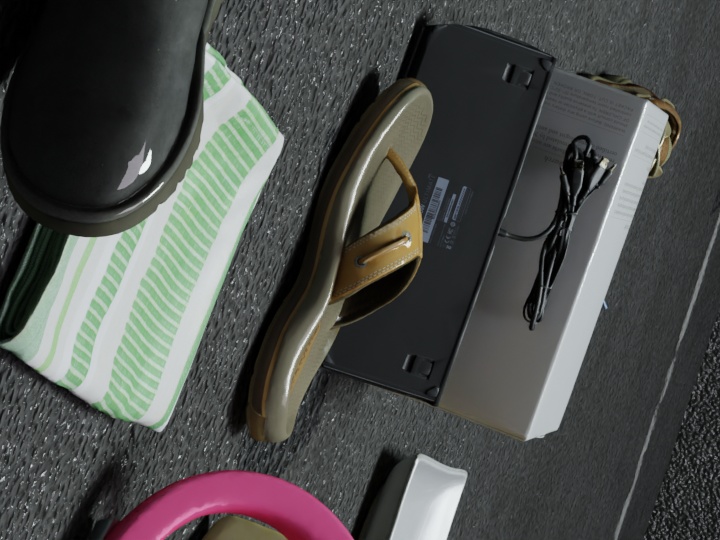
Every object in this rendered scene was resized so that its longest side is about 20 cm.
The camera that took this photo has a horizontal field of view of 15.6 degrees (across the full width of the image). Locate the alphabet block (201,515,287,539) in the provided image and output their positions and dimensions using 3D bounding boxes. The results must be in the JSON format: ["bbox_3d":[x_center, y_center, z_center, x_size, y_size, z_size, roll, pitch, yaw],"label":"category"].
[{"bbox_3d":[-0.037,0.276,1.293,0.200,0.195,0.197,-55,162,-50],"label":"alphabet block"}]

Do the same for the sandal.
[{"bbox_3d":[0.000,0.000,1.336,0.080,0.054,0.201,66,46,-71],"label":"sandal"}]

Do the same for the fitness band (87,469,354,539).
[{"bbox_3d":[-0.069,0.184,1.139,0.037,0.143,0.201,-22,-137,65],"label":"fitness band"}]

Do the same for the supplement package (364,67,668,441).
[{"bbox_3d":[0.082,-0.018,1.496,0.121,0.119,0.201,5,104,-78],"label":"supplement package"}]

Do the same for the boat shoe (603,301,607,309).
[{"bbox_3d":[0.131,0.002,1.794,0.069,0.084,0.200,-62,172,17],"label":"boat shoe"}]

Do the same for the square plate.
[{"bbox_3d":[0.013,0.219,1.760,0.198,0.028,0.201,34,76,-77],"label":"square plate"}]

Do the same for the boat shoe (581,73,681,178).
[{"bbox_3d":[0.190,-0.101,1.905,0.200,0.074,0.076,-35,143,-68],"label":"boat shoe"}]

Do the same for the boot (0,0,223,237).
[{"bbox_3d":[-0.073,-0.133,0.822,0.200,0.072,0.182,100,1,-59],"label":"boot"}]

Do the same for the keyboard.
[{"bbox_3d":[0.060,-0.026,1.412,0.021,0.127,0.201,-138,-113,-78],"label":"keyboard"}]

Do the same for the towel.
[{"bbox_3d":[-0.082,-0.019,1.052,0.200,0.023,0.153,56,56,-74],"label":"towel"}]
